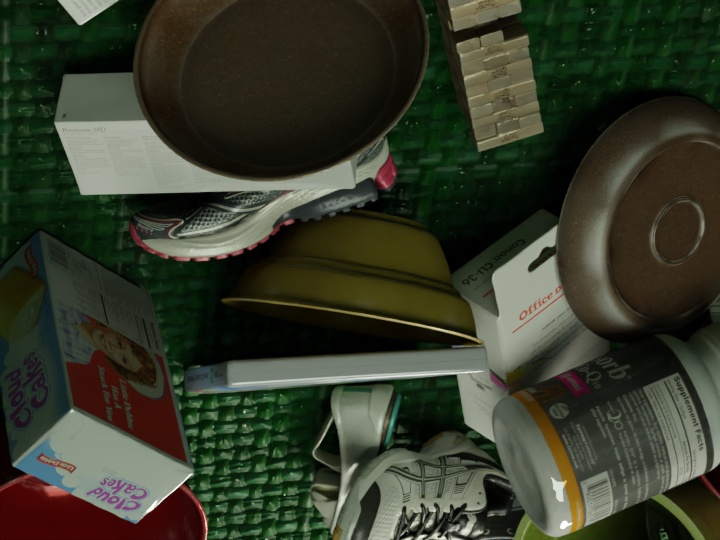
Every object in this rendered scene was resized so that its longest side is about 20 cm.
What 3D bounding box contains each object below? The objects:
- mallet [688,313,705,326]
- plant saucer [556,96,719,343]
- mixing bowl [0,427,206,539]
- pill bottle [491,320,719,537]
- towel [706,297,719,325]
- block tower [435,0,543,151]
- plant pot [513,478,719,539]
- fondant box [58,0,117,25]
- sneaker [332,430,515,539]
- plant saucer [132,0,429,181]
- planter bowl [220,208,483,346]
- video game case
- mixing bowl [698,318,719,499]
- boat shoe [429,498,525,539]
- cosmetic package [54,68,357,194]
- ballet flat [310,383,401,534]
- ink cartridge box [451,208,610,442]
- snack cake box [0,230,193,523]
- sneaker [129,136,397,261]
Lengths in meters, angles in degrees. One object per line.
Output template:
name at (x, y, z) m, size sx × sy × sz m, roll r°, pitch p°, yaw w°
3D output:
mallet at (0.244, -0.029, 1.686) m, size 0.066 × 0.041 × 0.200 m, roll -12°, pitch 127°, yaw -6°
plant saucer at (0.239, -0.034, 1.623) m, size 0.200 × 0.032 × 0.201 m, roll -14°, pitch 115°, yaw -32°
mixing bowl at (-0.227, 0.175, 1.643) m, size 0.200 × 0.109 × 0.200 m, roll -9°, pitch 137°, yaw -8°
pill bottle at (0.212, 0.118, 1.615) m, size 0.200 × 0.116 × 0.117 m, roll -22°, pitch 133°, yaw -12°
towel at (0.379, 0.056, 1.712) m, size 0.200 × 0.193 × 0.035 m, roll -5°, pitch 170°, yaw -13°
block tower at (0.086, -0.183, 1.493) m, size 0.054 × 0.058 × 0.200 m, roll -17°, pitch 130°, yaw -3°
plant pot at (0.262, 0.249, 1.808) m, size 0.190 × 0.200 × 0.200 m, roll -17°, pitch 145°, yaw -54°
fondant box at (-0.145, -0.271, 1.344) m, size 0.200 × 0.058 × 0.144 m, roll -32°, pitch 131°, yaw 9°
sneaker at (0.060, 0.190, 1.715) m, size 0.200 × 0.088 × 0.076 m, roll -23°, pitch 138°, yaw -50°
plant saucer at (-0.052, -0.138, 1.402) m, size 0.200 × 0.201 × 0.037 m, roll -18°, pitch 151°, yaw -2°
planter bowl at (0.000, 0.000, 1.570) m, size 0.200 × 0.200 × 0.084 m, roll 11°, pitch 85°, yaw -25°
video game case at (-0.024, 0.078, 1.616) m, size 0.200 × 0.182 × 0.022 m, roll -2°, pitch 86°, yaw -15°
mixing bowl at (0.343, 0.121, 1.764) m, size 0.200 × 0.201 × 0.108 m, roll -5°, pitch 171°, yaw -14°
boat shoe at (0.092, 0.252, 1.850) m, size 0.200 × 0.066 × 0.070 m, roll -8°, pitch 131°, yaw -11°
cosmetic package at (-0.105, -0.098, 1.459) m, size 0.199 × 0.051 × 0.083 m, roll -1°, pitch 146°, yaw 8°
ballet flat at (-0.010, 0.168, 1.757) m, size 0.069 × 0.070 × 0.200 m, roll -4°, pitch 131°, yaw -15°
ink cartridge box at (0.133, 0.035, 1.654) m, size 0.116 × 0.067 × 0.200 m, roll -36°, pitch 137°, yaw -26°
snack cake box at (-0.199, 0.076, 1.521) m, size 0.067 × 0.200 × 0.115 m, roll -42°, pitch 128°, yaw 19°
sneaker at (-0.077, -0.068, 1.531) m, size 0.200 × 0.081 × 0.075 m, roll -23°, pitch 114°, yaw -6°
